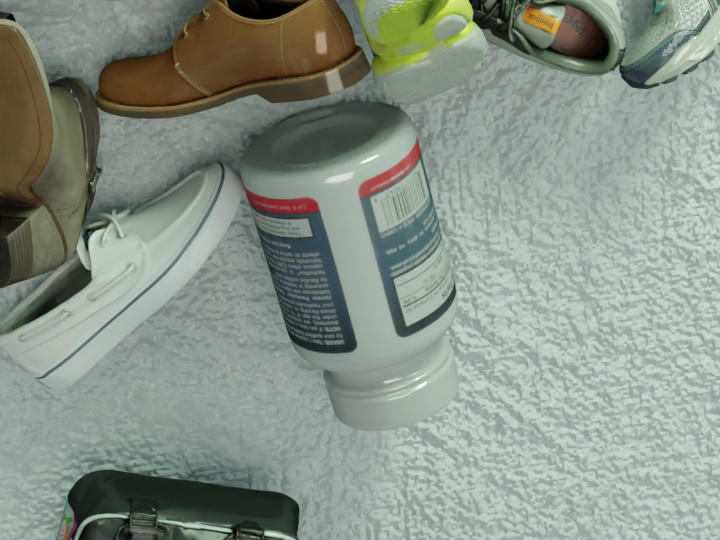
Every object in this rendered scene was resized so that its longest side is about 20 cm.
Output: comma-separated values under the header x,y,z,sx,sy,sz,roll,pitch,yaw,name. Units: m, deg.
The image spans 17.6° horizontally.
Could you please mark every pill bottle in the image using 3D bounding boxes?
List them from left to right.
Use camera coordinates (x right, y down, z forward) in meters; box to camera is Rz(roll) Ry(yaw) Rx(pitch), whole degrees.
x,y,z,sx,sy,sz,roll,pitch,yaw,name
0.000,0.000,1.557,0.119,0.120,0.200,-17,115,-4,pill bottle

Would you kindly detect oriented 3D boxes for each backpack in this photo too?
x,y,z,sx,sy,sz,roll,pitch,yaw,name
-0.136,0.242,1.615,0.177,0.151,0.201,8,104,-11,backpack

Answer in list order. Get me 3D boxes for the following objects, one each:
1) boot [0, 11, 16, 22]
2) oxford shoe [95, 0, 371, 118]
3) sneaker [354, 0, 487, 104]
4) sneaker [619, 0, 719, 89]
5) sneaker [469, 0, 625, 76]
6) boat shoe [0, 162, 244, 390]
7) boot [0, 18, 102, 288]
x,y,z,sx,sy,sz,roll,pitch,yaw,name
-0.281,-0.080,1.507,0.097,0.075,0.201,12,111,4,boot
-0.089,-0.142,1.474,0.200,0.071,0.071,-8,115,30,oxford shoe
0.027,-0.179,1.456,0.076,0.200,0.105,-21,74,-1,sneaker
0.223,-0.214,1.543,0.086,0.078,0.200,34,93,-16,sneaker
0.090,-0.184,1.519,0.200,0.079,0.074,20,109,-17,sneaker
-0.162,-0.004,1.548,0.200,0.074,0.065,-46,118,8,boat shoe
-0.205,-0.087,1.464,0.070,0.146,0.200,14,120,9,boot
